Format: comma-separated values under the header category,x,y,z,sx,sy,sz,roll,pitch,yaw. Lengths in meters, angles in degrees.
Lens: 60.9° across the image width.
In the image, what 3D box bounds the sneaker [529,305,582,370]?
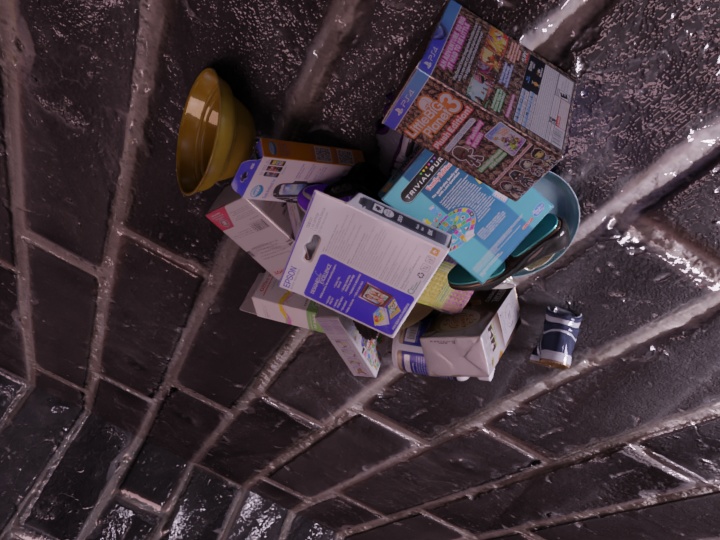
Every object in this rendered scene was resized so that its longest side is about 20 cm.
category,x,y,z,sx,sy,sz,roll,pitch,yaw
sneaker,0.370,0.128,1.162,0.070,0.109,0.200,11,172,11

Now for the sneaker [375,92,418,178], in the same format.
category,x,y,z,sx,sy,sz,roll,pitch,yaw
sneaker,0.056,-0.184,0.947,0.088,0.074,0.200,51,154,16

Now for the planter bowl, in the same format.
category,x,y,z,sx,sy,sz,roll,pitch,yaw
planter bowl,-0.223,-0.212,0.977,0.083,0.201,0.200,7,154,-32

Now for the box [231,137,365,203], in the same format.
category,x,y,z,sx,sy,sz,roll,pitch,yaw
box,-0.105,-0.156,0.988,0.199,0.042,0.119,4,152,-28

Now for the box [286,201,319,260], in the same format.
category,x,y,z,sx,sy,sz,roll,pitch,yaw
box,-0.090,-0.068,1.049,0.041,0.201,0.039,-4,156,-29

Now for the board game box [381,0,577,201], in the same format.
category,x,y,z,sx,sy,sz,roll,pitch,yaw
board game box,0.152,-0.211,0.763,0.200,0.160,0.097,29,143,-8

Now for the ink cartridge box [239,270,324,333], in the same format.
category,x,y,z,sx,sy,sz,roll,pitch,yaw
ink cartridge box,-0.147,0.045,1.274,0.199,0.117,0.067,12,142,13

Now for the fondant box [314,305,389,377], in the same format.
category,x,y,z,sx,sy,sz,roll,pitch,yaw
fondant box,-0.006,0.103,1.250,0.058,0.145,0.200,-3,136,30

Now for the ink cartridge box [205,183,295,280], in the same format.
category,x,y,z,sx,sy,sz,roll,pitch,yaw
ink cartridge box,-0.166,-0.081,1.149,0.146,0.083,0.200,-14,131,46

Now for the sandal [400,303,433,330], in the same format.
category,x,y,z,sx,sy,sz,roll,pitch,yaw
sandal,0.115,0.042,1.190,0.078,0.070,0.212,7,142,-47

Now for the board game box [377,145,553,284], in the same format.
category,x,y,z,sx,sy,sz,roll,pitch,yaw
board game box,0.149,-0.101,0.871,0.200,0.047,0.151,38,100,-16

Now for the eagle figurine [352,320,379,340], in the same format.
category,x,y,z,sx,sy,sz,roll,pitch,yaw
eagle figurine,0.005,-0.002,1.065,0.152,0.200,0.151,35,142,-12

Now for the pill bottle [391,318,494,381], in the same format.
category,x,y,z,sx,sy,sz,roll,pitch,yaw
pill bottle,0.174,0.163,1.255,0.199,0.116,0.116,7,141,21

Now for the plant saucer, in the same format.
category,x,y,z,sx,sy,sz,roll,pitch,yaw
plant saucer,0.235,-0.077,0.951,0.199,0.027,0.201,1,124,2

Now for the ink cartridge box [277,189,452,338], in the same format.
category,x,y,z,sx,sy,sz,roll,pitch,yaw
ink cartridge box,0.000,-0.012,0.887,0.200,0.043,0.198,24,131,-4

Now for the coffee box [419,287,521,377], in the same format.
category,x,y,z,sx,sy,sz,roll,pitch,yaw
coffee box,0.201,0.105,1.088,0.114,0.200,0.080,-4,111,34

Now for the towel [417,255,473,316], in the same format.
category,x,y,z,sx,sy,sz,roll,pitch,yaw
towel,0.146,-0.022,1.009,0.143,0.023,0.200,19,109,-22

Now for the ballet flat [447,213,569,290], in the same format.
category,x,y,z,sx,sy,sz,roll,pitch,yaw
ballet flat,0.233,-0.010,0.944,0.200,0.068,0.068,-30,127,22

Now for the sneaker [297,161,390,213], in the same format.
category,x,y,z,sx,sy,sz,roll,pitch,yaw
sneaker,-0.010,-0.125,0.939,0.200,0.070,0.100,10,139,21
